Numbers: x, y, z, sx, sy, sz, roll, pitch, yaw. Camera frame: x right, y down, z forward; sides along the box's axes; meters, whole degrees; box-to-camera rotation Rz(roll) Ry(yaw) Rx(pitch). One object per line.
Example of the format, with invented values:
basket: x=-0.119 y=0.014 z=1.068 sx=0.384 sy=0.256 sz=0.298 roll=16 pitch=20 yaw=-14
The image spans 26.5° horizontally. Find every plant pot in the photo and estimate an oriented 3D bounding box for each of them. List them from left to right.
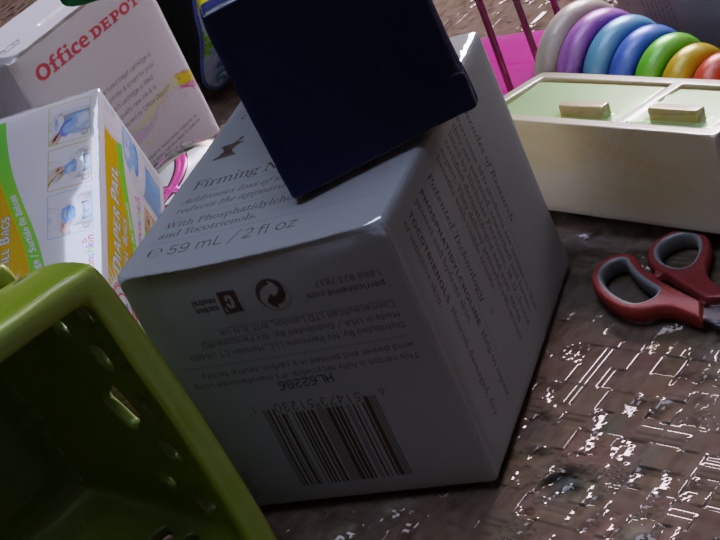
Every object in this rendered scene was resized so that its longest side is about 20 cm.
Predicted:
plant pot: x=-0.194 y=0.120 z=0.804 sx=0.199 sy=0.201 sz=0.181 roll=-39 pitch=24 yaw=-21

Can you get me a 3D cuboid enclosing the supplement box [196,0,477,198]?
supplement box: x=-0.025 y=-0.143 z=0.827 sx=0.109 sy=0.110 sz=0.200 roll=-27 pitch=27 yaw=1

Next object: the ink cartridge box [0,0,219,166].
ink cartridge box: x=-0.200 y=-0.115 z=1.192 sx=0.085 sy=0.201 sz=0.148 roll=3 pitch=39 yaw=43

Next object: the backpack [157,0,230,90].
backpack: x=-0.104 y=-0.282 z=1.426 sx=0.146 sy=0.184 sz=0.200 roll=22 pitch=47 yaw=27

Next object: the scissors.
scissors: x=0.188 y=0.028 z=0.818 sx=0.073 sy=0.014 sz=0.200 roll=-26 pitch=29 yaw=-3

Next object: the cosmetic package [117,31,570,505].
cosmetic package: x=0.000 y=0.000 z=0.861 sx=0.166 sy=0.167 sz=0.201 roll=-11 pitch=30 yaw=27

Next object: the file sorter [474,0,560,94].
file sorter: x=0.047 y=-0.167 z=1.145 sx=0.138 sy=0.126 sz=0.200 roll=-1 pitch=37 yaw=39

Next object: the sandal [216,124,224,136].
sandal: x=-0.033 y=-0.040 z=1.079 sx=0.211 sy=0.077 sz=0.070 roll=23 pitch=90 yaw=38

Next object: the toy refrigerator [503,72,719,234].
toy refrigerator: x=0.166 y=-0.079 z=0.942 sx=0.076 sy=0.071 sz=0.199 roll=-32 pitch=27 yaw=-30

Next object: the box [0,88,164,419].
box: x=-0.193 y=0.000 z=1.009 sx=0.100 sy=0.113 sz=0.202 roll=-16 pitch=55 yaw=10

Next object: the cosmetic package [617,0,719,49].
cosmetic package: x=0.258 y=-0.201 z=1.046 sx=0.074 sy=0.102 sz=0.199 roll=-38 pitch=31 yaw=-18

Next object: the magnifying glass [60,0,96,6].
magnifying glass: x=-0.081 y=-0.195 z=0.826 sx=0.198 sy=0.023 sz=0.080 roll=-21 pitch=28 yaw=13

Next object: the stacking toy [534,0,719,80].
stacking toy: x=0.207 y=-0.119 z=0.991 sx=0.085 sy=0.086 sz=0.199 roll=-38 pitch=37 yaw=-21

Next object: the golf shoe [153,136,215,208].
golf shoe: x=-0.141 y=-0.017 z=1.129 sx=0.092 sy=0.073 sz=0.200 roll=23 pitch=59 yaw=33
